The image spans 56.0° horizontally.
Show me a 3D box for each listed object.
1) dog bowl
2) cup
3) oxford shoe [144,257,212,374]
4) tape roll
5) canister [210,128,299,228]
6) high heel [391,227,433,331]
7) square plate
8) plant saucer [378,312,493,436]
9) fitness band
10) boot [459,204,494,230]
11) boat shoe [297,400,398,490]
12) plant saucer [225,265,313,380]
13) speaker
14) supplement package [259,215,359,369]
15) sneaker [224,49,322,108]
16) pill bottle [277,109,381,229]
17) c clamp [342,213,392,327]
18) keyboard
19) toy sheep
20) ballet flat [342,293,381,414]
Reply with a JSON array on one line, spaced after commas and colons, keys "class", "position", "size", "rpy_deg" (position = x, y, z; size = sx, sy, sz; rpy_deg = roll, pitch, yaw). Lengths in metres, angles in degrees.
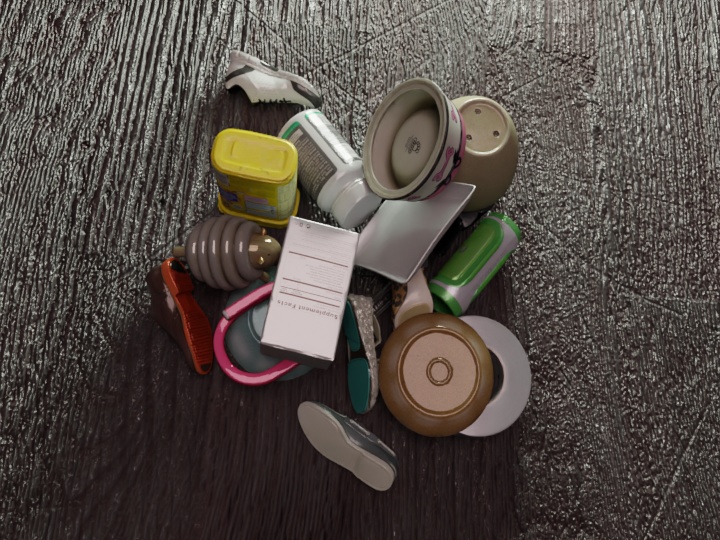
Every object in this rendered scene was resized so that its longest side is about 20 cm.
[{"class": "dog bowl", "position": [0.092, -0.206, 1.118], "size": [0.073, 0.198, 0.206], "rpy_deg": [15, 69, -39]}, {"class": "cup", "position": [0.195, -0.221, 1.185], "size": [0.194, 0.143, 0.206], "rpy_deg": [1, 79, -4]}, {"class": "oxford shoe", "position": [-0.308, 0.086, 1.153], "size": [0.071, 0.071, 0.204], "rpy_deg": [-24, 80, 17]}, {"class": "tape roll", "position": [0.191, 0.185, 1.173], "size": [0.194, 0.066, 0.206], "rpy_deg": [2, 74, -5]}, {"class": "canister", "position": [-0.176, -0.153, 1.155], "size": [0.144, 0.200, 0.089], "rpy_deg": [11, 73, -3]}, {"class": "high heel", "position": [0.079, 0.027, 1.205], "size": [0.069, 0.143, 0.205], "rpy_deg": [-1, 116, -13]}, {"class": "square plate", "position": [0.080, -0.070, 1.134], "size": [0.199, 0.199, 0.028], "rpy_deg": [-52, 122, -11]}, {"class": "plant saucer", "position": [0.127, 0.168, 1.115], "size": [0.194, 0.035, 0.206], "rpy_deg": [1, 77, -3]}, {"class": "fitness band", "position": [-0.150, 0.103, 1.131], "size": [0.197, 0.037, 0.145], "rpy_deg": [-31, 80, -13]}, {"class": "boot", "position": [0.186, -0.194, 1.279], "size": [0.164, 0.066, 0.201], "rpy_deg": [-38, 78, -7]}, {"class": "boat shoe", "position": [-0.019, 0.283, 1.134], "size": [0.198, 0.074, 0.062], "rpy_deg": [36, 30, 11]}, {"class": "plant saucer", "position": [-0.141, 0.085, 1.176], "size": [0.195, 0.039, 0.207], "rpy_deg": [2, 74, -7]}, {"class": "speaker", "position": [0.203, -0.009, 1.219], "size": [0.088, 0.089, 0.200], "rpy_deg": [41, 74, 6]}, {"class": "supplement package", "position": [-0.082, 0.040, 1.077], "size": [0.117, 0.121, 0.205], "rpy_deg": [13, 75, -5]}, {"class": "sneaker", "position": [-0.166, -0.342, 1.287], "size": [0.196, 0.074, 0.082], "rpy_deg": [22, 87, 5]}, {"class": "pill bottle", "position": [-0.056, -0.179, 1.210], "size": [0.112, 0.114, 0.201], "rpy_deg": [-34, 72, -14]}, {"class": "c clamp", "position": [0.000, 0.000, 1.224], "size": [0.171, 0.027, 0.200], "rpy_deg": [44, 69, -1]}, {"class": "keyboard", "position": [0.098, -0.108, 1.243], "size": [0.200, 0.039, 0.105], "rpy_deg": [46, 112, 24]}, {"class": "toy sheep", "position": [-0.225, -0.028, 1.139], "size": [0.194, 0.138, 0.142], "rpy_deg": [-5, 73, 14]}, {"class": "ballet flat", "position": [0.012, 0.139, 1.157], "size": [0.070, 0.072, 0.206], "rpy_deg": [-7, 89, -9]}]
